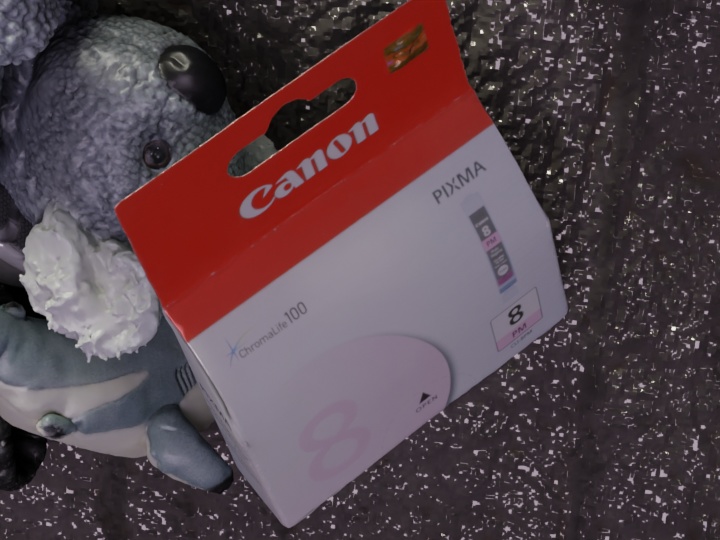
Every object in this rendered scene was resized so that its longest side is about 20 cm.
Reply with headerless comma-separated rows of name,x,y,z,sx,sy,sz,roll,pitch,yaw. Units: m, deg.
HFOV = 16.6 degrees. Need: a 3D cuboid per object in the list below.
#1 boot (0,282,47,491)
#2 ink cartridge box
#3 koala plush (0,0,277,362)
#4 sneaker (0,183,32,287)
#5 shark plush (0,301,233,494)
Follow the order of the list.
boot,-0.222,0.094,1.146,0.157,0.079,0.211,2,114,5
ink cartridge box,0.000,0.000,1.011,0.162,0.057,0.200,-36,150,-11
koala plush,-0.121,-0.076,1.018,0.184,0.177,0.200,-28,111,38
sneaker,-0.218,-0.050,1.095,0.200,0.075,0.082,33,127,-2
shark plush,-0.130,0.029,1.072,0.200,0.091,0.083,21,89,-32
